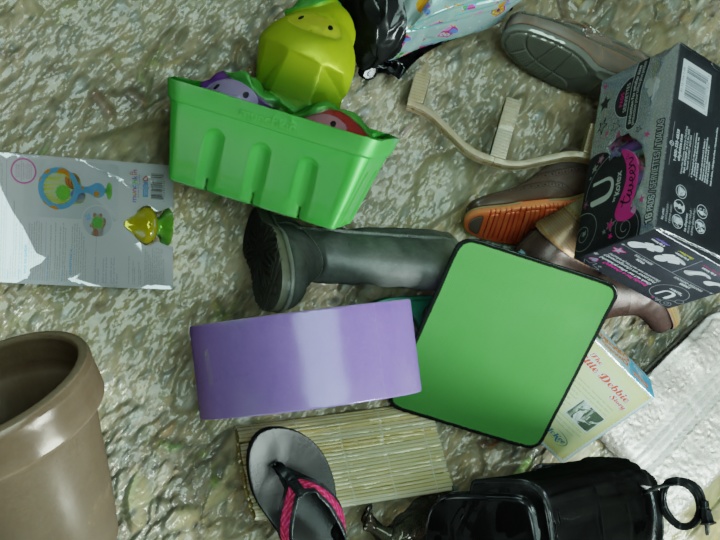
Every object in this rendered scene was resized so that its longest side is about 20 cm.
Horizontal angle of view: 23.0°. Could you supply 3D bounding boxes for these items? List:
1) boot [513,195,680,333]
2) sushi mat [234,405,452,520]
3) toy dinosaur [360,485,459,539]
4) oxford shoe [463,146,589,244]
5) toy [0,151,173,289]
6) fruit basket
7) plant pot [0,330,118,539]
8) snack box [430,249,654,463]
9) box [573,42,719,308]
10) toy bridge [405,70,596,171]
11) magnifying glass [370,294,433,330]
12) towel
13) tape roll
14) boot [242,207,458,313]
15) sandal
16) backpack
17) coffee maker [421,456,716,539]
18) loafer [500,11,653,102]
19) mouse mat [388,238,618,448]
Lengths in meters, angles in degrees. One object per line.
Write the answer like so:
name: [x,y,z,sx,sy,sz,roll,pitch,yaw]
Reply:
boot: [0.207,0.035,1.736,0.166,0.072,0.200,-42,122,4]
sushi mat: [-0.016,0.176,1.655,0.199,0.012,0.096,-6,64,-19]
toy dinosaur: [0.039,0.278,1.652,0.102,0.077,0.201,20,76,-2]
oxford shoe: [0.189,-0.077,1.742,0.199,0.071,0.073,-9,62,-17]
toy: [-0.267,-0.042,1.590,0.199,0.047,0.116,2,82,-21]
fruit basket: [-0.062,-0.156,1.597,0.215,0.155,0.217,1,95,9]
plant pot: [-0.292,0.174,1.508,0.200,0.200,0.175,-28,114,-18]
snack box: [0.173,0.084,1.680,0.116,0.037,0.200,-37,114,20]
box: [0.292,-0.087,1.661,0.132,0.115,0.201,26,61,-27]
toy bridge: [0.139,-0.132,1.710,0.199,0.027,0.067,17,78,0]
magnifying glass: [0.074,0.039,1.708,0.200,0.022,0.080,-31,99,-20]
towel: [0.338,0.140,1.782,0.200,0.034,0.133,-42,99,-16]
tape roll: [-0.049,0.078,1.572,0.199,0.200,0.085,-6,87,-18]
boot: [0.001,-0.001,1.618,0.199,0.182,0.073,14,114,-16]
sandal: [-0.043,0.232,1.592,0.075,0.045,0.201,-21,97,-16]
backpack: [0.075,-0.283,1.678,0.199,0.127,0.168,-16,88,-22]
coffee maker: [0.184,0.228,1.606,0.200,0.192,0.135,-3,64,-56]
loafer: [0.227,-0.212,1.760,0.199,0.072,0.063,25,62,-21]
mouse mat: [0.131,0.071,1.646,0.160,0.008,0.201,18,118,-10]
